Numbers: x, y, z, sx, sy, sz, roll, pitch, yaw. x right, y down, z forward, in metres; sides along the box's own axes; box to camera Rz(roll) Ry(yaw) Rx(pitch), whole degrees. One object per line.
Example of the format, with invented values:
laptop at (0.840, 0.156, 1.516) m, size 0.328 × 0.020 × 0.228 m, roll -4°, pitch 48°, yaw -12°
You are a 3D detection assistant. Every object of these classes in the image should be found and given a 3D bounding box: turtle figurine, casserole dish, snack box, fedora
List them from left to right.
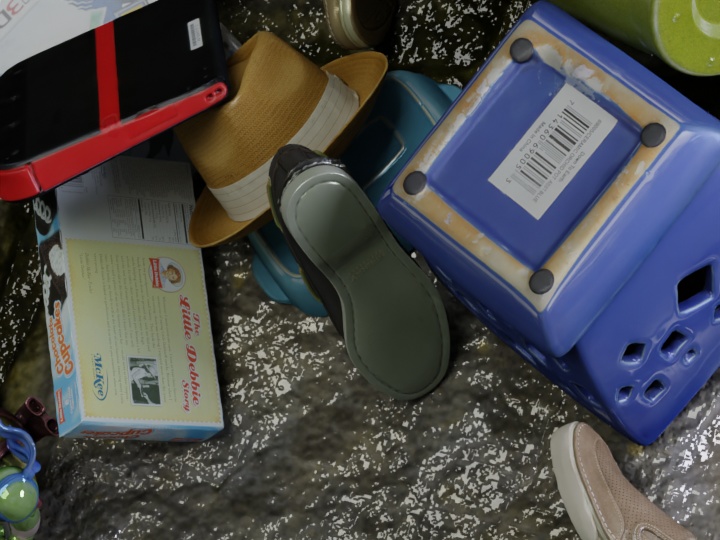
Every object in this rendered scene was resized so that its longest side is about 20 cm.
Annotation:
turtle figurine at (-0.295, 0.151, 1.733) m, size 0.194 × 0.143 × 0.201 m, roll -125°, pitch 43°, yaw -53°
snack box at (-0.163, 0.018, 1.724) m, size 0.037 × 0.116 × 0.201 m, roll -31°, pitch 61°, yaw 49°
fedora at (-0.070, -0.104, 1.696) m, size 0.200 × 0.082 × 0.201 m, roll -40°, pitch 19°, yaw 16°
casserole dish at (-0.004, -0.059, 1.729) m, size 0.200 × 0.039 × 0.121 m, roll -42°, pitch 56°, yaw 8°

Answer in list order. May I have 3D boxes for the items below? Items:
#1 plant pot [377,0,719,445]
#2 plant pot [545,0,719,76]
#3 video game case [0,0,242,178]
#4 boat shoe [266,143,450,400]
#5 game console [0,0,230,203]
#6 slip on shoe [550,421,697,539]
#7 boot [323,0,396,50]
plant pot at (0.143, -0.039, 1.557) m, size 0.200 × 0.180 × 0.200 m, roll -51°, pitch 56°, yaw 2°
plant pot at (0.187, -0.224, 1.574) m, size 0.200 × 0.200 × 0.193 m, roll -45°, pitch 46°, yaw 5°
video game case at (-0.189, -0.142, 1.821) m, size 0.182 × 0.022 × 0.200 m, roll -45°, pitch 83°, yaw 6°
boat shoe at (0.000, 0.000, 1.623) m, size 0.071 × 0.202 × 0.061 m, roll -32°, pitch 37°, yaw -5°
game console at (-0.174, -0.124, 1.716) m, size 0.176 × 0.031 × 0.200 m, roll -23°, pitch 27°, yaw 4°
slip on shoe at (0.180, 0.176, 1.514) m, size 0.060 × 0.076 × 0.201 m, roll -32°, pitch 62°, yaw 19°
boot at (-0.059, -0.225, 1.804) m, size 0.154 × 0.072 × 0.201 m, roll -19°, pitch 57°, yaw 20°
